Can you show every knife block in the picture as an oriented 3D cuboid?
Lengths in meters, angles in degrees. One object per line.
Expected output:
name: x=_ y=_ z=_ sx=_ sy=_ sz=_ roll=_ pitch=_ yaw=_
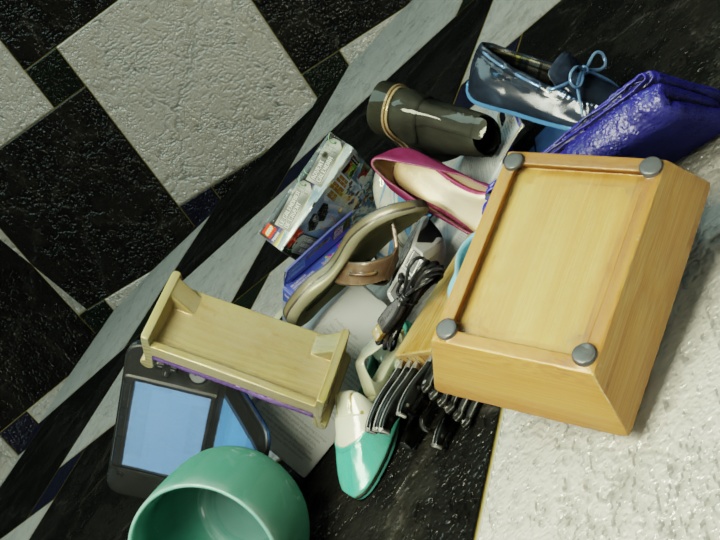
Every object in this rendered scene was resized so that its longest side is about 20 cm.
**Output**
knife block: x=0.077 y=0.073 z=0.884 sx=0.175 sy=0.064 sz=0.201 roll=-43 pitch=17 yaw=19

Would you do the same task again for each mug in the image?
mug: x=-0.132 y=0.253 z=0.877 sx=0.185 sy=0.152 sz=0.114 roll=-48 pitch=-1 yaw=22

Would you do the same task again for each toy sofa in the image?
toy sofa: x=-0.113 y=0.086 z=0.937 sx=0.098 sy=0.197 sz=0.084 roll=103 pitch=-173 yaw=-58

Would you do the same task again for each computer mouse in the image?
computer mouse: x=0.061 y=0.002 z=0.961 sx=0.111 sy=0.043 sz=0.200 roll=-63 pitch=1 yaw=26

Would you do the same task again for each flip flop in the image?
flip flop: x=0.000 y=0.000 z=0.957 sx=0.200 sy=0.058 sz=0.081 roll=-44 pitch=-18 yaw=20

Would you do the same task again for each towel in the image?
towel: x=0.212 y=-0.102 z=0.817 sx=0.146 sy=0.050 sz=0.199 roll=-6 pitch=-20 yaw=-45

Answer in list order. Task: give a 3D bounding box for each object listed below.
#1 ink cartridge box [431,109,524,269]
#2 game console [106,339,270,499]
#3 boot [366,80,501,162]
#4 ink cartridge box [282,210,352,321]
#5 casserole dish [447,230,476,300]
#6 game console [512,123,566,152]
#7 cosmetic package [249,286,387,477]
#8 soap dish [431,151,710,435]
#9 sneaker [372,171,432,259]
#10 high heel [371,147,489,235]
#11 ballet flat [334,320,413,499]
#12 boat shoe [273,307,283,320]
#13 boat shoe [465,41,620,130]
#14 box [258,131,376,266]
ink cartridge box: x=0.140 y=-0.104 z=1.078 sx=0.202 sy=0.040 sz=0.200 roll=-61 pitch=10 yaw=26
game console: x=-0.185 y=0.199 z=0.984 sx=0.119 sy=0.168 sz=0.203 roll=-85 pitch=10 yaw=-65
boot: x=0.109 y=-0.143 z=1.031 sx=0.199 sy=0.137 sz=0.079 roll=2 pitch=-75 yaw=-59
ink cartridge box: x=-0.042 y=0.031 z=1.129 sx=0.119 sy=0.042 sz=0.201 roll=-41 pitch=-25 yaw=-27
casserole dish: x=0.165 y=-0.004 z=0.758 sx=0.198 sy=0.039 sz=0.122 roll=-25 pitch=48 yaw=17
game console: x=0.205 y=-0.122 z=1.052 sx=0.177 sy=0.031 sz=0.201 roll=-42 pitch=17 yaw=25
cosmetic package: x=-0.040 y=0.113 z=1.043 sx=0.201 sy=0.101 sz=0.071 roll=-49 pitch=15 yaw=-4
soap dish: x=0.147 y=0.005 z=0.683 sx=0.156 sy=0.081 sz=0.202 roll=9 pitch=65 yaw=38
sneaker: x=0.054 y=-0.054 z=1.139 sx=0.201 sy=0.071 sz=0.073 roll=83 pitch=-157 yaw=-58
high heel: x=0.100 y=-0.068 z=0.941 sx=0.200 sy=0.095 sz=0.068 roll=43 pitch=118 yaw=33
ballet flat: x=0.010 y=0.126 z=0.931 sx=0.067 sy=0.070 sz=0.201 roll=-22 pitch=31 yaw=45
boat shoe: x=-0.051 y=0.046 z=1.309 sx=0.062 sy=0.075 sz=0.202 roll=7 pitch=37 yaw=27
boat shoe: x=0.198 y=-0.185 z=0.945 sx=0.084 sy=0.197 sz=0.070 roll=-47 pitch=-35 yaw=-54
box: x=-0.032 y=-0.066 z=1.105 sx=0.138 sy=0.040 sz=0.200 roll=-55 pitch=-20 yaw=-1
